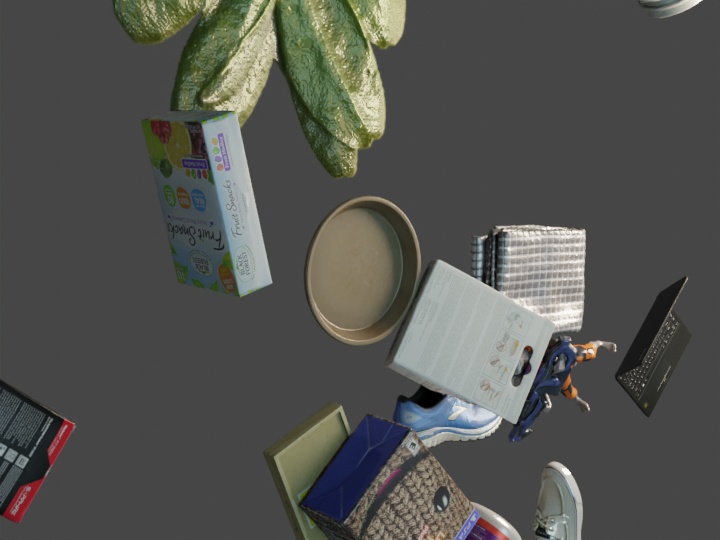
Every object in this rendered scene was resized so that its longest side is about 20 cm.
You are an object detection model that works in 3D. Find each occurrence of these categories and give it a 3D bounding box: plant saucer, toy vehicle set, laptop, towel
[{"bbox_3d":[0.000,0.000,1.549,0.198,0.029,0.203,-6,100,-37],"label":"plant saucer"},{"bbox_3d":[-0.048,0.298,1.556,0.124,0.026,0.202,-32,115,-31],"label":"toy vehicle set"},{"bbox_3d":[0.516,0.132,1.935,0.200,0.103,0.178,46,69,-33],"label":"laptop"},{"bbox_3d":[0.256,0.017,1.722,0.198,0.085,0.168,-4,98,-38],"label":"towel"}]

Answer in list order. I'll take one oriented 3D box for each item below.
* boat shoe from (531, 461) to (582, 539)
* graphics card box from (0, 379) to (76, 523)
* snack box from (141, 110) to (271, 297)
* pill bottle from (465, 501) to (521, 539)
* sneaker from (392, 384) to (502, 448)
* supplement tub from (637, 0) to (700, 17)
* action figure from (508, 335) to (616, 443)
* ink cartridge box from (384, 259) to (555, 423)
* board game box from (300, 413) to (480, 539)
[{"bbox_3d":[0.308,0.407,1.835,0.069,0.070,0.203,-23,117,-37],"label":"boat shoe"},{"bbox_3d":[-0.419,0.170,1.224,0.200,0.051,0.127,40,72,-36],"label":"graphics card box"},{"bbox_3d":[-0.178,-0.080,1.322,0.053,0.141,0.203,-22,110,-34],"label":"snack box"},{"bbox_3d":[0.145,0.449,1.678,0.113,0.112,0.201,48,68,-33],"label":"pill bottle"},{"bbox_3d":[0.130,0.197,1.651,0.198,0.078,0.091,-6,103,-38],"label":"sneaker"},{"bbox_3d":[0.455,-0.508,1.766,0.145,0.144,0.201,-49,123,-22],"label":"supplement tub"},{"bbox_3d":[0.285,0.168,1.786,0.191,0.105,0.201,14,117,-33],"label":"action figure"},{"bbox_3d":[0.154,0.103,1.618,0.198,0.057,0.164,28,75,-11],"label":"ink cartridge box"},{"bbox_3d":[0.043,0.325,1.553,0.160,0.096,0.201,-52,124,-21],"label":"board game box"}]
